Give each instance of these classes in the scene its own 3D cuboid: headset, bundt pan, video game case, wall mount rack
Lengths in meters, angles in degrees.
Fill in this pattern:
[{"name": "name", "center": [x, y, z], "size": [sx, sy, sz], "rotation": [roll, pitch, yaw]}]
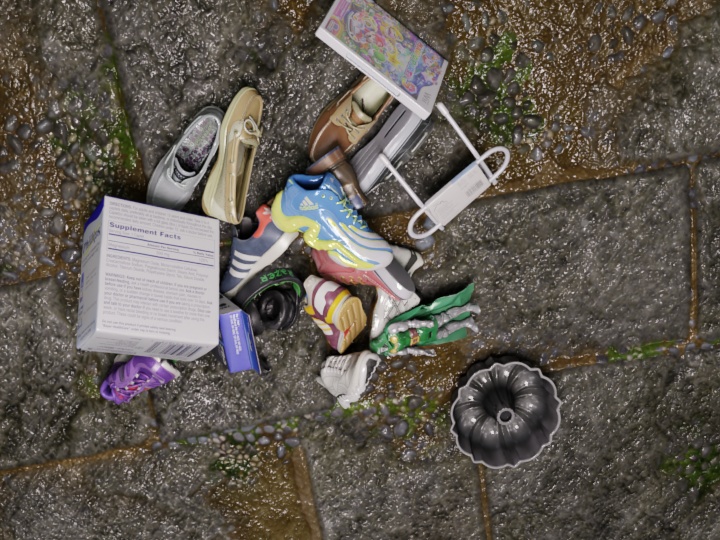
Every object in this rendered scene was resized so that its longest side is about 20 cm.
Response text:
[{"name": "headset", "center": [-0.153, 0.083, 1.251], "size": [0.121, 0.095, 0.202], "rotation": [-14, 146, -35]}, {"name": "bundt pan", "center": [0.247, 0.238, 1.351], "size": [0.196, 0.076, 0.207], "rotation": [-1, 108, -3]}, {"name": "video game case", "center": [0.037, -0.326, 1.132], "size": [0.198, 0.145, 0.018], "rotation": [35, 136, -14]}, {"name": "wall mount rack", "center": [0.126, -0.151, 1.189], "size": [0.199, 0.075, 0.173], "rotation": [-40, 141, 8]}]

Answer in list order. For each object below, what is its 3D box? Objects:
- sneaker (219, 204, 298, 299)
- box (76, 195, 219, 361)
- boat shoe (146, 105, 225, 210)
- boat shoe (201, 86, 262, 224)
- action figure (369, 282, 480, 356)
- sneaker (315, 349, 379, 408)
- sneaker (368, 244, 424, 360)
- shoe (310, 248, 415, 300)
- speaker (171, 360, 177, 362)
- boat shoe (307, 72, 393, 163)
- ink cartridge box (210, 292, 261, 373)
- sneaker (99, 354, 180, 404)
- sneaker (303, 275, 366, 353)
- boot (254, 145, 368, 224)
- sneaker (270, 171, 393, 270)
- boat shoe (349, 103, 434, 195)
[{"name": "sneaker", "center": [-0.183, -0.031, 1.221], "size": [0.085, 0.075, 0.199], "rotation": [45, 122, -7]}, {"name": "box", "center": [-0.311, 0.016, 1.139], "size": [0.180, 0.104, 0.205], "rotation": [11, 65, -33]}, {"name": "boat shoe", "center": [-0.274, -0.163, 1.189], "size": [0.069, 0.072, 0.203], "rotation": [32, 103, -13]}, {"name": "boat shoe", "center": [-0.181, -0.175, 1.171], "size": [0.062, 0.073, 0.205], "rotation": [18, 89, 21]}, {"name": "action figure", "center": [0.104, 0.100, 1.266], "size": [0.196, 0.055, 0.120], "rotation": [-17, 128, -19]}, {"name": "sneaker", "center": [-0.025, 0.170, 1.265], "size": [0.080, 0.200, 0.076], "rotation": [34, 63, 0]}, {"name": "sneaker", "center": [0.060, 0.061, 1.282], "size": [0.085, 0.076, 0.205], "rotation": [6, 108, -6]}, {"name": "shoe", "center": [0.000, 0.000, 1.219], "size": [0.092, 0.200, 0.071], "rotation": [-53, 149, 17]}, {"name": "speaker", "center": [-0.344, 0.051, 1.245], "size": [0.087, 0.089, 0.203], "rotation": [-29, 108, 5]}, {"name": "boat shoe", "center": [-0.009, -0.243, 1.181], "size": [0.075, 0.074, 0.201], "rotation": [36, 102, -14]}, {"name": "ink cartridge box", "center": [-0.218, 0.091, 1.209], "size": [0.038, 0.199, 0.102], "rotation": [-18, 111, -27]}, {"name": "sneaker", "center": [-0.357, 0.176, 1.235], "size": [0.081, 0.084, 0.198], "rotation": [45, 142, -17]}, {"name": "sneaker", "center": [-0.045, 0.065, 1.246], "size": [0.089, 0.201, 0.075], "rotation": [36, 71, 16]}, {"name": "boot", "center": [-0.078, -0.097, 1.196], "size": [0.198, 0.075, 0.098], "rotation": [-35, 95, 32]}, {"name": "sneaker", "center": [-0.034, -0.076, 1.120], "size": [0.196, 0.077, 0.106], "rotation": [21, 132, -3]}, {"name": "boat shoe", "center": [0.042, -0.170, 1.210], "size": [0.070, 0.073, 0.200], "rotation": [28, 116, -35]}]
